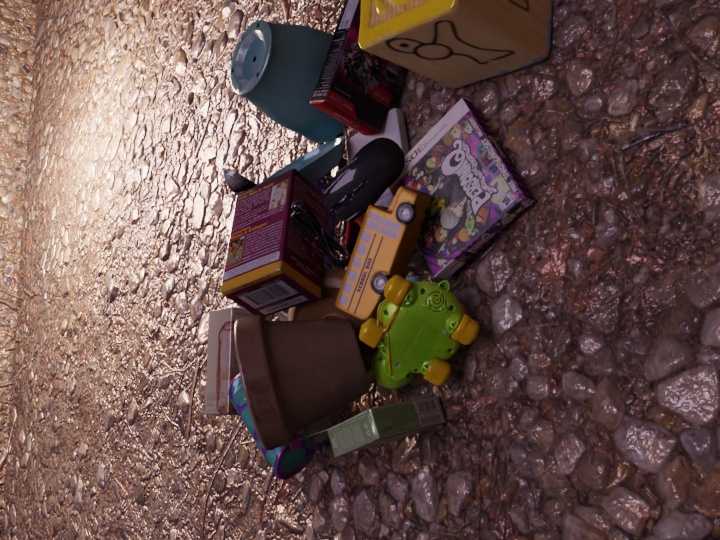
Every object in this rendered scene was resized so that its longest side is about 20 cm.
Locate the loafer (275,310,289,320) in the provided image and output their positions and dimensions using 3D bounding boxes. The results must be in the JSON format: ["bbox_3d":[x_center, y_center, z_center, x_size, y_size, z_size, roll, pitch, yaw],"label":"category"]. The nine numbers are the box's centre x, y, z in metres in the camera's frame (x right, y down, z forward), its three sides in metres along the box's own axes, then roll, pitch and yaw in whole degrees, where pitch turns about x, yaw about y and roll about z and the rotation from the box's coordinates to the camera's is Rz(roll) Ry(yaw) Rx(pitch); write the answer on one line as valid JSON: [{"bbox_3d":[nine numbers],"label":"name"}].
[{"bbox_3d":[-0.084,0.092,1.304,0.076,0.068,0.200,-43,56,-14],"label":"loafer"}]

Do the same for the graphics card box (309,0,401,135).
[{"bbox_3d":[0.006,-0.340,1.217,0.051,0.125,0.202,10,80,53],"label":"graphics card box"}]

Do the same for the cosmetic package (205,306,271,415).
[{"bbox_3d":[-0.235,0.178,1.439,0.087,0.103,0.202,-12,75,46],"label":"cosmetic package"}]

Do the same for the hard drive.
[{"bbox_3d":[0.034,-0.152,1.244,0.131,0.026,0.202,-26,63,44],"label":"hard drive"}]

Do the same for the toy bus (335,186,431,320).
[{"bbox_3d":[0.035,-0.027,1.091,0.078,0.065,0.201,24,102,25],"label":"toy bus"}]

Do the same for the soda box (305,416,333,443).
[{"bbox_3d":[-0.120,0.218,1.323,0.068,0.063,0.201,-51,48,29],"label":"soda box"}]

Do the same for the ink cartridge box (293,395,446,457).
[{"bbox_3d":[0.007,0.241,1.102,0.200,0.145,0.048,-34,68,41],"label":"ink cartridge box"}]

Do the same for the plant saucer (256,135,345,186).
[{"bbox_3d":[-0.105,-0.175,1.327,0.199,0.200,0.036,-15,112,47],"label":"plant saucer"}]

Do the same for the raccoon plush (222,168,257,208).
[{"bbox_3d":[-0.235,-0.108,1.435,0.096,0.200,0.135,28,90,38],"label":"raccoon plush"}]

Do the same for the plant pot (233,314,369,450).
[{"bbox_3d":[-0.082,0.148,1.111,0.200,0.173,0.202,165,90,-88],"label":"plant pot"}]

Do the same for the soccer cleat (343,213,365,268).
[{"bbox_3d":[0.000,0.000,1.196,0.066,0.076,0.202,13,104,46],"label":"soccer cleat"}]

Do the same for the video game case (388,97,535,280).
[{"bbox_3d":[0.138,-0.120,1.091,0.181,0.036,0.201,-43,56,30],"label":"video game case"}]

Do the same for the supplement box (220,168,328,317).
[{"bbox_3d":[-0.135,-0.043,1.202,0.130,0.103,0.201,-19,51,32],"label":"supplement box"}]

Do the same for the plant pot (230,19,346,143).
[{"bbox_3d":[-0.126,-0.353,1.344,0.199,0.187,0.202,-16,68,48],"label":"plant pot"}]

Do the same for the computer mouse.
[{"bbox_3d":[0.006,-0.097,1.124,0.200,0.141,0.046,-39,10,-1],"label":"computer mouse"}]

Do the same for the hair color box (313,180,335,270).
[{"bbox_3d":[-0.105,-0.053,1.308,0.109,0.065,0.201,-21,48,31],"label":"hair color box"}]

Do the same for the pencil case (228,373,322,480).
[{"bbox_3d":[-0.147,0.248,1.235,0.200,0.085,0.093,45,131,44],"label":"pencil case"}]

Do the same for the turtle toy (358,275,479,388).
[{"bbox_3d":[0.076,0.093,1.075,0.145,0.101,0.201,31,112,1],"label":"turtle toy"}]

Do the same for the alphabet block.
[{"bbox_3d":[0.135,-0.393,1.040,0.195,0.199,0.198,-6,77,48],"label":"alphabet block"}]

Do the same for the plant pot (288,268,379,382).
[{"bbox_3d":[-0.036,0.098,1.195,0.198,0.027,0.202,8,110,25],"label":"plant pot"}]
